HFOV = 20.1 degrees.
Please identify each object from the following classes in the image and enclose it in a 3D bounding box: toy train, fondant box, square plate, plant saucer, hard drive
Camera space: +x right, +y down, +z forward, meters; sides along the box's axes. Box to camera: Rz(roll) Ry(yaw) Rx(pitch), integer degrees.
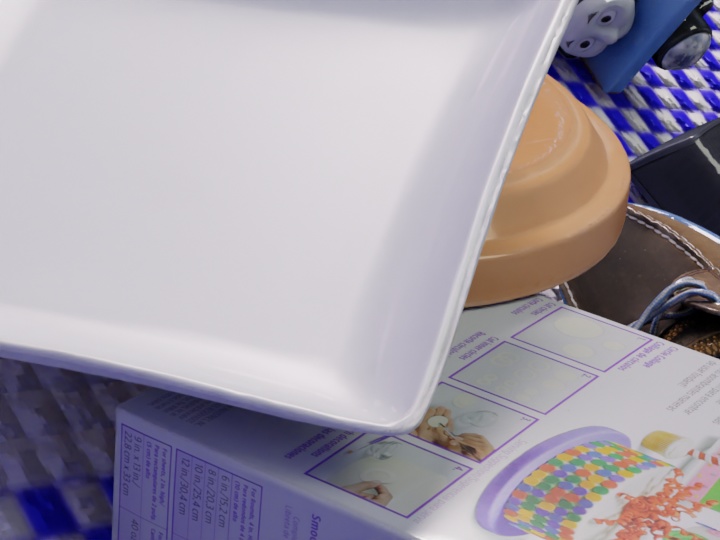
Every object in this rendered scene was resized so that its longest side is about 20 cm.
[{"bbox_3d":[0.092,-0.176,0.984,0.114,0.087,0.200,-8,59,-42],"label":"toy train"},{"bbox_3d":[0.054,0.067,0.538,0.199,0.058,0.144,19,28,29],"label":"fondant box"},{"bbox_3d":[-0.051,-0.039,0.574,0.199,0.029,0.199,9,48,15],"label":"square plate"},{"bbox_3d":[-0.011,-0.047,0.658,0.199,0.032,0.200,6,25,-3],"label":"plant saucer"},{"bbox_3d":[0.217,-0.024,0.973,0.135,0.042,0.200,53,32,16],"label":"hard drive"}]

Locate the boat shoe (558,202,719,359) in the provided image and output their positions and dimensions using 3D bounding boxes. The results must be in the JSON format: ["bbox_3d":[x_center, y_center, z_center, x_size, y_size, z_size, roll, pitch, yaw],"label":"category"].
[{"bbox_3d":[0.131,0.035,0.736,0.200,0.072,0.072,47,10,36],"label":"boat shoe"}]
